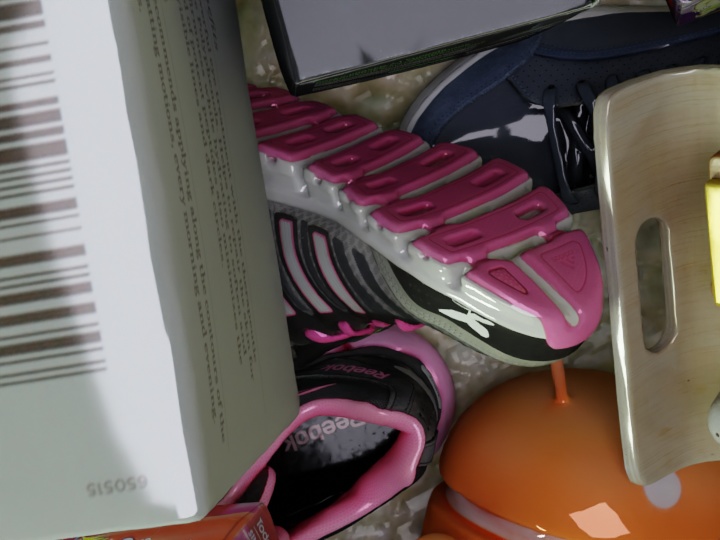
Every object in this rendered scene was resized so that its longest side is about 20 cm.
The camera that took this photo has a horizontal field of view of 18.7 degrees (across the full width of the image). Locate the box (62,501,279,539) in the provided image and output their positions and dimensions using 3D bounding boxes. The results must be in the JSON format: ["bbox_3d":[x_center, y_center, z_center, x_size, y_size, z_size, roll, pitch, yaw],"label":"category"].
[{"bbox_3d":[-0.063,0.187,0.757,0.100,0.095,0.200,-6,115,29],"label":"box"}]

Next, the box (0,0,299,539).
[{"bbox_3d":[-0.138,-0.023,0.662,0.200,0.171,0.199,-9,95,9],"label":"box"}]

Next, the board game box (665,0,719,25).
[{"bbox_3d":[0.125,-0.195,0.744,0.120,0.032,0.200,-21,77,4],"label":"board game box"}]

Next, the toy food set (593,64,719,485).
[{"bbox_3d":[0.165,0.018,0.662,0.200,0.060,0.144,9,118,35],"label":"toy food set"}]

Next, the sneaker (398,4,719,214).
[{"bbox_3d":[0.113,-0.052,0.758,0.202,0.146,0.077,-15,105,1],"label":"sneaker"}]

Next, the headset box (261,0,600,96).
[{"bbox_3d":[0.000,-0.149,0.687,0.093,0.200,0.174,-15,93,-1],"label":"headset box"}]

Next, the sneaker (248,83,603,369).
[{"bbox_3d":[0.000,0.000,0.764,0.200,0.074,0.088,24,121,35],"label":"sneaker"}]

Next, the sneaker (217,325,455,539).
[{"bbox_3d":[-0.056,0.087,0.803,0.200,0.095,0.079,-29,104,4],"label":"sneaker"}]

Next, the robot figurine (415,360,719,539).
[{"bbox_3d":[0.074,0.123,0.808,0.144,0.117,0.200,10,102,-6],"label":"robot figurine"}]
